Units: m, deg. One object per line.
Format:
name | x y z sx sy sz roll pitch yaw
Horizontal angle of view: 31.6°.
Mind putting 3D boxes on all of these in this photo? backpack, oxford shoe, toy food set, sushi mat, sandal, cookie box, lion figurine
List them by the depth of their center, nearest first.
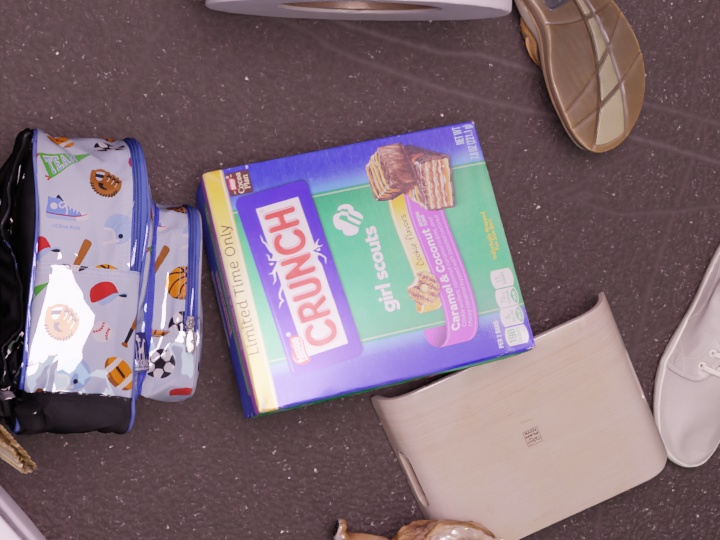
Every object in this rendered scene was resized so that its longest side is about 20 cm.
sushi mat | -0.289 0.061 0.790 0.200 0.096 0.012 29 67 20
backpack | -0.179 0.006 0.820 0.154 0.200 0.191 -3 89 -25
cookie box | 0.000 0.000 0.894 0.199 0.075 0.172 -13 81 -13
sandal | 0.148 -0.183 0.948 0.080 0.054 0.201 -26 89 -16
lion figurine | 0.020 0.261 0.958 0.122 0.073 0.200 20 114 -15
toy food set | 0.126 0.120 0.984 0.199 0.060 0.144 -24 103 -2
oxford shoe | 0.289 0.063 1.013 0.075 0.058 0.201 19 94 -19

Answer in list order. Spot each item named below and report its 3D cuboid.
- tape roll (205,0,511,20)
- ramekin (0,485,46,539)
tape roll | 0.000 -0.237 0.820 0.202 0.203 0.140 -1 99 -15
ramekin | -0.268 0.179 0.813 0.098 0.200 0.201 -40 106 -14
